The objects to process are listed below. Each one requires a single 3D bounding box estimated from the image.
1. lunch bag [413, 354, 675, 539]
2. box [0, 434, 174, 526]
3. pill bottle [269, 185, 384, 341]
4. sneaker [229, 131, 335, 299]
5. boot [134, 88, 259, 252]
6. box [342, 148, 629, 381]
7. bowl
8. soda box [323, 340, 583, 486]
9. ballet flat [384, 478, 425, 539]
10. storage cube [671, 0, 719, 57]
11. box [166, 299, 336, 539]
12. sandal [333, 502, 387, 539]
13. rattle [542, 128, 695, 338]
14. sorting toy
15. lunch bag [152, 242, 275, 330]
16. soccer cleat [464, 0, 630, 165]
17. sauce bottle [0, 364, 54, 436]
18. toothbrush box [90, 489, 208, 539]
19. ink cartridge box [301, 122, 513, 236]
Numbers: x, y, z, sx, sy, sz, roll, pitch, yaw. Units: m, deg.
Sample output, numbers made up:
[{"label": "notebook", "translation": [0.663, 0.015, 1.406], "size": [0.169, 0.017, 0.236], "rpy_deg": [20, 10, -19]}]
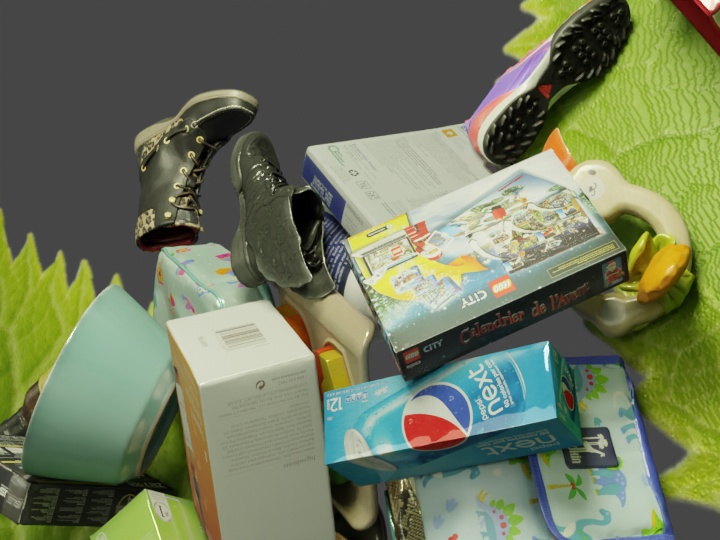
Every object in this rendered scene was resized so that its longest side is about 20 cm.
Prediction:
[{"label": "lunch bag", "translation": [0.147, 0.174, 0.980], "size": [0.197, 0.128, 0.173], "rpy_deg": [-16, 59, 11]}, {"label": "box", "translation": [-0.321, 0.221, 1.247], "size": [0.159, 0.199, 0.050], "rpy_deg": [16, 90, 38]}, {"label": "pill bottle", "translation": [0.000, 0.000, 1.155], "size": [0.199, 0.115, 0.117], "rpy_deg": [28, 89, 41]}, {"label": "sneaker", "translation": [-0.072, -0.058, 1.111], "size": [0.103, 0.060, 0.203], "rpy_deg": [-24, 54, 36]}, {"label": "boot", "translation": [-0.197, -0.116, 1.375], "size": [0.198, 0.073, 0.153], "rpy_deg": [-18, 61, 34]}, {"label": "box", "translation": [0.098, -0.008, 0.952], "size": [0.197, 0.038, 0.138], "rpy_deg": [-23, 46, -3]}, {"label": "bowl", "translation": [-0.237, 0.127, 1.151], "size": [0.104, 0.201, 0.204], "rpy_deg": [24, 86, 1]}, {"label": "soda box", "translation": [0.070, 0.117, 0.931], "size": [0.197, 0.068, 0.065], "rpy_deg": [-16, 59, 23]}, {"label": "ballet flat", "translation": [0.042, 0.190, 1.090], "size": [0.074, 0.068, 0.202], "rpy_deg": [-24, 62, 1]}, {"label": "storage cube", "translation": [0.336, -0.286, 0.989], "size": [0.199, 0.170, 0.181], "rpy_deg": [-40, 54, 15]}, {"label": "box", "translation": [-0.101, 0.153, 1.072], "size": [0.152, 0.104, 0.204], "rpy_deg": [-140, 42, -63]}, {"label": "sandal", "translation": [-0.023, 0.289, 1.094], "size": [0.081, 0.054, 0.204], "rpy_deg": [-7, 67, 34]}, {"label": "rattle", "translation": [0.195, -0.050, 0.996], "size": [0.129, 0.142, 0.203], "rpy_deg": [-32, 72, 24]}, {"label": "sorting toy", "translation": [-0.038, 0.114, 1.092], "size": [0.185, 0.036, 0.204], "rpy_deg": [38, 132, 56]}, {"label": "lunch bag", "translation": [-0.155, 0.067, 1.223], "size": [0.199, 0.076, 0.163], "rpy_deg": [32, 124, 56]}, {"label": "soccer cleat", "translation": [0.178, -0.194, 1.140], "size": [0.201, 0.068, 0.073], "rpy_deg": [-49, 33, 6]}, {"label": "sauce bottle", "translation": [-0.354, 0.144, 1.392], "size": [0.199, 0.064, 0.065], "rpy_deg": [-37, 54, 17]}, {"label": "toothbrush box", "translation": [-0.158, 0.326, 1.121], "size": [0.086, 0.145, 0.202], "rpy_deg": [-39, 53, 17]}, {"label": "ink cartridge box", "translation": [0.074, -0.061, 1.109], "size": [0.197, 0.197, 0.044], "rpy_deg": [51, 139, 38]}]
